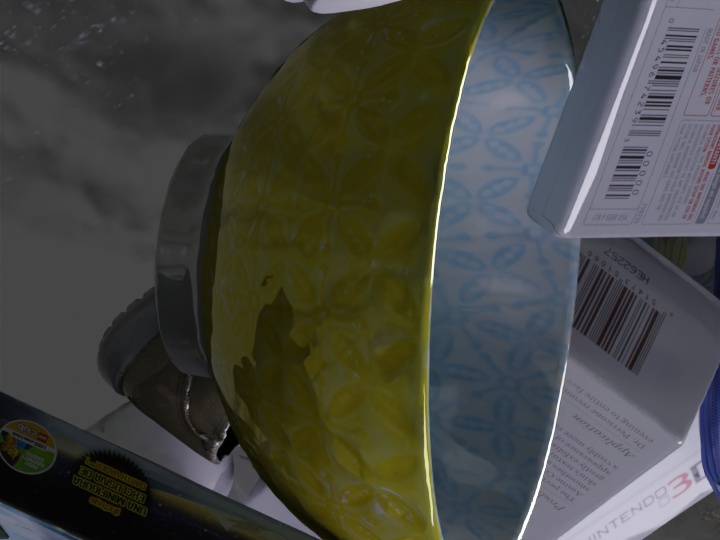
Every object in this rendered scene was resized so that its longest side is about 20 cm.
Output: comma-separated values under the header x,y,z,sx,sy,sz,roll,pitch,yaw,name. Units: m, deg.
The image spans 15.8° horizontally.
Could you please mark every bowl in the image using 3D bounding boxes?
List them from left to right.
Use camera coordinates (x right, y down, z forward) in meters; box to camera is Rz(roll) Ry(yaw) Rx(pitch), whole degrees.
x,y,z,sx,sy,sz,roll,pitch,yaw,name
-0.002,-0.001,0.830,0.108,0.200,0.200,6,175,17,bowl

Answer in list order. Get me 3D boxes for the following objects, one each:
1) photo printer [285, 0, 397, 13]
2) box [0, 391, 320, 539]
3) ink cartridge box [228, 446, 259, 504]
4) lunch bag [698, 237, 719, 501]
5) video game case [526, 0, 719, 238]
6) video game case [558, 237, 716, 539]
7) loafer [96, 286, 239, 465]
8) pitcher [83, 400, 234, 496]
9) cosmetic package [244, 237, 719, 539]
x,y,z,sx,sy,sz,roll,pitch,yaw,name
0.063,-0.157,0.613,0.166,0.069,0.200,-23,160,-38,photo printer
-0.109,0.098,0.803,0.137,0.200,0.040,-53,-165,48,box
-0.057,0.202,1.190,0.147,0.200,0.145,-36,165,5,ink cartridge box
0.193,0.040,1.077,0.075,0.160,0.200,-2,155,19,lunch bag
0.153,-0.102,0.836,0.182,0.022,0.200,-1,119,-41,video game case
0.103,0.036,1.137,0.182,0.022,0.200,-33,123,-12,video game case
0.000,0.000,0.950,0.200,0.070,0.075,-37,165,6,loafer
-0.103,0.150,0.980,0.171,0.200,0.121,-27,124,-4,pitcher
0.047,0.057,1.021,0.200,0.102,0.074,-43,-168,50,cosmetic package
